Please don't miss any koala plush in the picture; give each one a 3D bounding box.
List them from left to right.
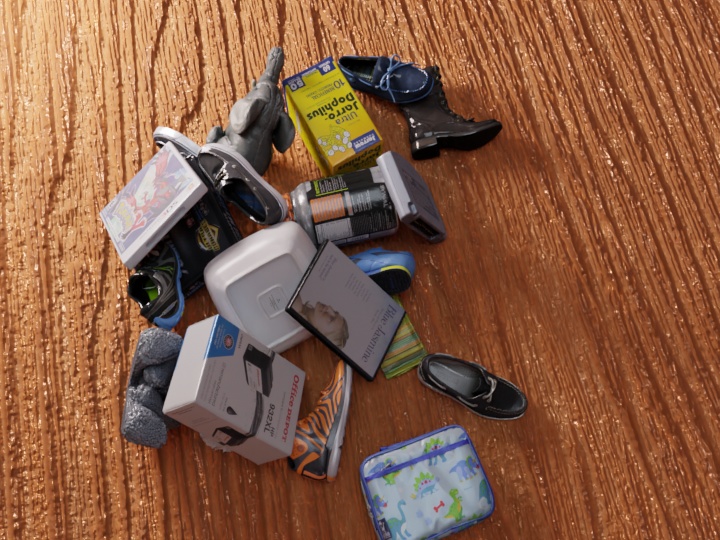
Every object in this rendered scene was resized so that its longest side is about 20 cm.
[{"bbox_3d":[-0.277,0.200,1.252,0.195,0.183,0.182,11,76,-18],"label":"koala plush"}]

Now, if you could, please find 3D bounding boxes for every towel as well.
[{"bbox_3d":[0.040,0.084,1.347,0.085,0.018,0.203,-25,72,-9],"label":"towel"}]

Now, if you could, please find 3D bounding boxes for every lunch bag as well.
[{"bbox_3d":[0.101,0.345,1.223,0.195,0.083,0.164,-17,68,-7],"label":"lunch bag"}]

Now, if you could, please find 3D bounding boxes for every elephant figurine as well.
[{"bbox_3d":[-0.181,-0.265,1.362,0.156,0.200,0.141,47,33,7],"label":"elephant figurine"}]

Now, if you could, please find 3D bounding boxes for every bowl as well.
[{"bbox_3d":[-0.144,0.041,1.275,0.197,0.075,0.203,-28,105,-1],"label":"bowl"}]

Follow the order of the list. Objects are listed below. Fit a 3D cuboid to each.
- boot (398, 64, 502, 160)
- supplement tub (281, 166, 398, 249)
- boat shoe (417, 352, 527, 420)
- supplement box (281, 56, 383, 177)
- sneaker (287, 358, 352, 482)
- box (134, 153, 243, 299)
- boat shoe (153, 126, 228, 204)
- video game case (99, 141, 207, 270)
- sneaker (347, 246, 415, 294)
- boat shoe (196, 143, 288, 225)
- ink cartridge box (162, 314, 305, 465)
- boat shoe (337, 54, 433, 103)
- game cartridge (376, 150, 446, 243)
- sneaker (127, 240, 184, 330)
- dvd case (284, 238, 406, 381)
[{"bbox_3d":[0.157,-0.313,1.459,0.195,0.069,0.178,-12,71,0],"label":"boot"},{"bbox_3d":[-0.038,-0.105,1.358,0.195,0.123,0.125,-12,70,-3],"label":"supplement tub"},{"bbox_3d":[0.190,0.191,1.279,0.196,0.060,0.075,26,73,2],"label":"boat shoe"},{"bbox_3d":[-0.051,-0.269,1.424,0.107,0.110,0.203,-28,73,-9],"label":"supplement box"},{"bbox_3d":[-0.075,0.235,1.262,0.109,0.078,0.205,10,71,3],"label":"sneaker"},{"bbox_3d":[-0.319,-0.063,1.350,0.196,0.050,0.203,-34,71,11],"label":"box"},{"bbox_3d":[-0.313,-0.189,1.421,0.198,0.072,0.068,36,72,4],"label":"boat shoe"},{"bbox_3d":[-0.355,-0.116,1.303,0.182,0.023,0.200,-46,40,0],"label":"video game case"},{"bbox_3d":[0.000,0.000,1.347,0.195,0.067,0.079,-4,39,13],"label":"sneaker"},{"bbox_3d":[-0.212,-0.142,1.297,0.199,0.070,0.066,42,31,11],"label":"boat shoe"},{"bbox_3d":[-0.186,0.186,1.183,0.083,0.199,0.148,-21,45,35],"label":"ink cartridge box"},{"bbox_3d":[0.039,-0.362,1.448,0.196,0.069,0.086,9,75,27],"label":"boat shoe"},{"bbox_3d":[0.089,-0.129,1.334,0.040,0.199,0.136,-23,71,17],"label":"game cartridge"},{"bbox_3d":[-0.340,0.010,1.259,0.071,0.082,0.202,-41,44,16],"label":"sneaker"},{"bbox_3d":[-0.020,0.067,1.267,0.199,0.017,0.144,42,59,-23],"label":"dvd case"}]
